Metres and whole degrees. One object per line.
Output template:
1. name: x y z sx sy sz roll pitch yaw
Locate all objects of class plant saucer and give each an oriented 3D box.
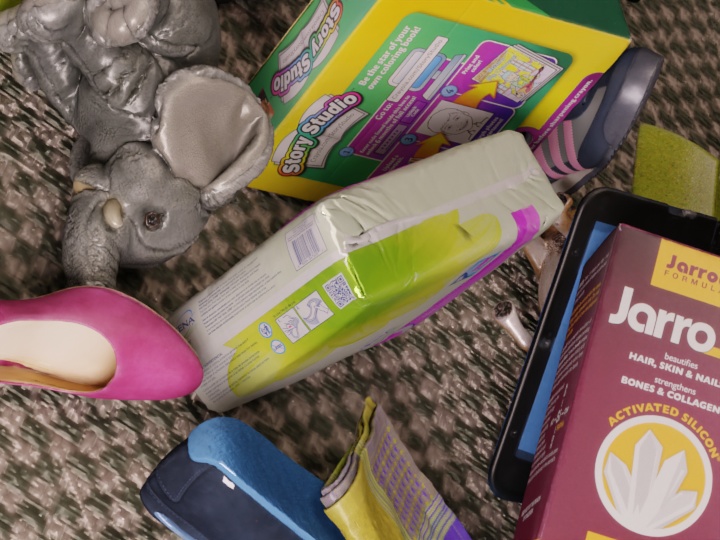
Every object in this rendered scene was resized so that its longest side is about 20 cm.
1. plant saucer: 0.247 0.025 1.564 0.200 0.048 0.201 49 36 -33

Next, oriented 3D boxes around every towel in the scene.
1. towel: 0.048 0.171 1.277 0.201 0.023 0.144 55 15 -7

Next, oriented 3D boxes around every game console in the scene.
1. game console: 0.198 0.072 1.407 0.170 0.202 0.118 23 10 27

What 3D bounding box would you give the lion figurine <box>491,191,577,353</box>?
1. lion figurine: 0.138 0.027 1.514 0.123 0.072 0.201 50 40 -42

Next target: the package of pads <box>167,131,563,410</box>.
1. package of pads: 0.000 0.000 1.328 0.199 0.154 0.069 -22 79 -50

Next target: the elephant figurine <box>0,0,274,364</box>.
1. elephant figurine: -0.122 -0.067 1.327 0.142 0.154 0.202 -141 -150 -89

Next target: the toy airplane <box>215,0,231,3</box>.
1. toy airplane: -0.084 -0.290 1.526 0.198 0.141 0.201 27 42 -21

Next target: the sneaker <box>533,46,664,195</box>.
1. sneaker: 0.128 -0.103 1.494 0.082 0.200 0.070 31 69 -4

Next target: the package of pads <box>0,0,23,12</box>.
1. package of pads: -0.188 -0.207 1.349 0.068 0.155 0.199 47 38 18

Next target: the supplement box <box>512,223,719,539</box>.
1. supplement box: 0.162 0.091 1.319 0.109 0.086 0.202 17 72 -3

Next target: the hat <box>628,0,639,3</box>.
1. hat: 0.092 -0.198 1.707 0.166 0.176 0.200 44 1 1

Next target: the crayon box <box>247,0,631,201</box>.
1. crayon box: 0.037 -0.116 1.430 0.171 0.200 0.059 12 48 -31

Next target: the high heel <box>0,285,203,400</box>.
1. high heel: -0.175 0.047 1.201 0.199 0.068 0.096 23 34 -19

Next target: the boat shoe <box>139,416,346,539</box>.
1. boat shoe: -0.037 0.150 1.241 0.200 0.068 0.084 47 23 -24
